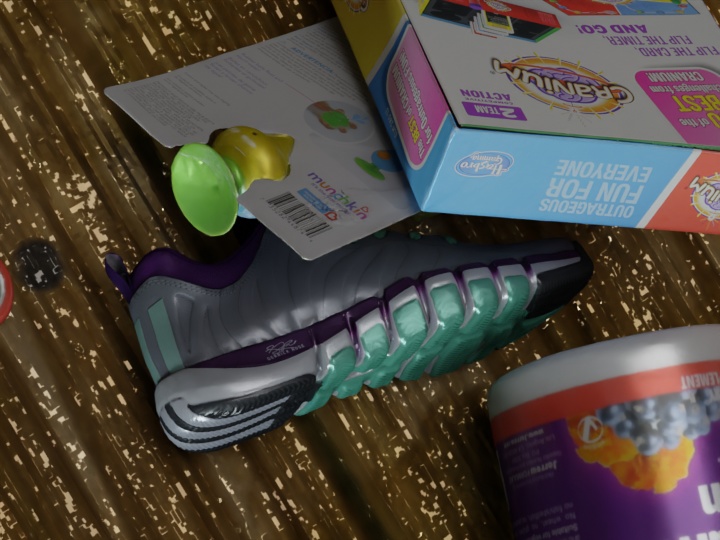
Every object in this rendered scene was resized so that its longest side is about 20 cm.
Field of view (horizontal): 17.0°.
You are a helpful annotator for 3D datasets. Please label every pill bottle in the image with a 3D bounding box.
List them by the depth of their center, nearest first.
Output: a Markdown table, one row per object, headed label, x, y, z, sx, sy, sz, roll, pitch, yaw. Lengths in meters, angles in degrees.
| label | x | y | z | sx | sy | sz | roll | pitch | yaw |
| --- | --- | --- | --- | --- | --- | --- | --- | --- | --- |
| pill bottle | 0.122 | 0.130 | 0.944 | 0.111 | 0.111 | 0.201 | -7 | 78 | -26 |

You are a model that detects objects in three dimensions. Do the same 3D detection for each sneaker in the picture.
| label | x | y | z | sx | sy | sz | roll | pitch | yaw |
| --- | --- | --- | --- | --- | --- | --- | --- | --- | --- |
| sneaker | 0.000 | 0.000 | 0.953 | 0.199 | 0.074 | 0.088 | -17 | 72 | -31 |

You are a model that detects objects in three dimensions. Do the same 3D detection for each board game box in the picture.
| label | x | y | z | sx | sy | sz | roll | pitch | yaw |
| --- | --- | --- | --- | --- | --- | --- | --- | --- | --- |
| board game box | 0.070 | -0.097 | 0.971 | 0.152 | 0.040 | 0.201 | 4 | 40 | -23 |

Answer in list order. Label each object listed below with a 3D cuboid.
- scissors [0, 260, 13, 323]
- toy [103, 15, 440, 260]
| label | x | y | z | sx | sy | sz | roll | pitch | yaw |
| --- | --- | --- | --- | --- | --- | --- | --- | --- | --- |
| scissors | -0.224 | -0.017 | 0.887 | 0.199 | 0.014 | 0.073 | 29 | 67 | -13 |
| toy | 0.004 | -0.051 | 0.957 | 0.115 | 0.047 | 0.199 | 39 | 37 | 27 |
